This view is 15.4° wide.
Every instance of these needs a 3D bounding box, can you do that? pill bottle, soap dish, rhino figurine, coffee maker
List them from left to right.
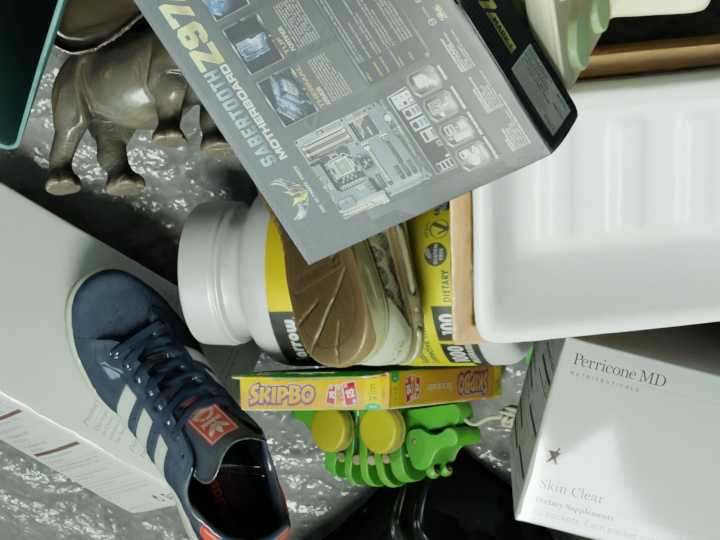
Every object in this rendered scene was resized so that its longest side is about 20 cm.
[{"bbox_3d":[-0.097,-0.108,1.490,0.199,0.088,0.060,-19,156,33],"label":"rhino figurine"},{"bbox_3d":[0.000,0.000,1.552,0.199,0.113,0.113,-2,136,20],"label":"pill bottle"},{"bbox_3d":[0.006,0.213,1.758,0.191,0.135,0.200,20,134,-28],"label":"coffee maker"},{"bbox_3d":[0.141,-0.048,1.407,0.199,0.081,0.158,-6,116,-7],"label":"soap dish"}]

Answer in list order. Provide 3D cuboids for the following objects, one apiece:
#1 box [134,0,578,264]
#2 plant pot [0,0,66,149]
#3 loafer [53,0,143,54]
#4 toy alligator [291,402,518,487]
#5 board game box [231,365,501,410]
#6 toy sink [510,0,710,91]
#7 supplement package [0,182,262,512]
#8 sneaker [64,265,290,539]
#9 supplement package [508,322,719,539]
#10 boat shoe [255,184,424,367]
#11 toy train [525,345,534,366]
[{"bbox_3d":[-0.012,-0.118,1.281,0.157,0.051,0.200,-25,106,33],"label":"box"},{"bbox_3d":[-0.195,-0.198,1.329,0.141,0.201,0.142,20,140,-5],"label":"plant pot"},{"bbox_3d":[-0.127,-0.173,1.432,0.073,0.072,0.200,32,137,-17],"label":"loafer"},{"bbox_3d":[0.035,0.110,1.675,0.199,0.055,0.059,-1,-178,39],"label":"toy alligator"},{"bbox_3d":[0.006,0.069,1.597,0.095,0.030,0.200,-2,176,24],"label":"board game box"},{"bbox_3d":[0.064,-0.165,1.319,0.199,0.112,0.131,0,118,19],"label":"toy sink"},{"bbox_3d":[-0.181,0.051,1.645,0.199,0.117,0.117,31,161,-16],"label":"supplement package"},{"bbox_3d":[-0.100,0.083,1.561,0.201,0.075,0.084,57,160,-7],"label":"sneaker"},{"bbox_3d":[0.194,0.093,1.519,0.199,0.156,0.112,13,102,-1],"label":"supplement package"},{"bbox_3d":[-0.012,-0.042,1.477,0.062,0.201,0.073,5,160,-44],"label":"boat shoe"},{"bbox_3d":[0.191,0.062,1.616,0.199,0.042,0.057,22,129,-6],"label":"toy train"}]
